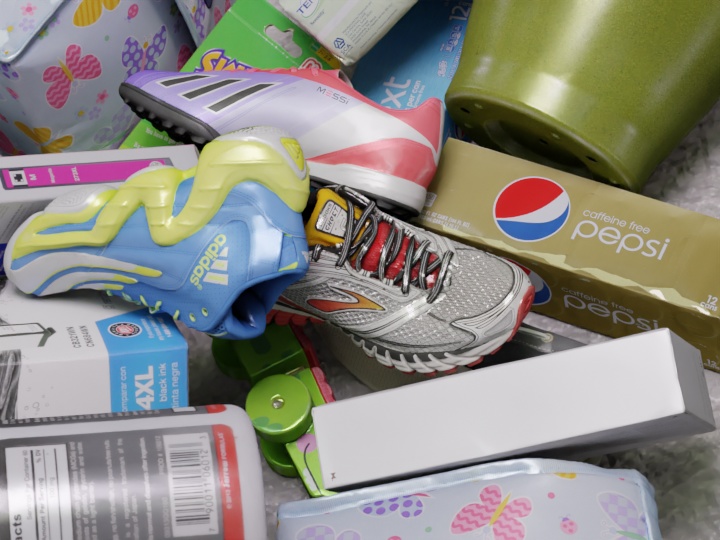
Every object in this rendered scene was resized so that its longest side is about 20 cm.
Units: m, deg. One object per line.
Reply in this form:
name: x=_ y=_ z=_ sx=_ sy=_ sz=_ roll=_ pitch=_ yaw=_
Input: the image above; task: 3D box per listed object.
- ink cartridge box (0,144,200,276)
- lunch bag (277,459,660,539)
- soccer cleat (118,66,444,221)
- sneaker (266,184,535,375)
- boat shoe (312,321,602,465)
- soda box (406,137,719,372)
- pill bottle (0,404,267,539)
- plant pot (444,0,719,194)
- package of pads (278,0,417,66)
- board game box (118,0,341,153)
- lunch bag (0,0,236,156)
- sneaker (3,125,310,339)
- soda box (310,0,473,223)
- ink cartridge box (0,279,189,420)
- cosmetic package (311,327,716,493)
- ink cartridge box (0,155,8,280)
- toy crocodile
ink cartridge box: x=-0.194 y=-0.030 z=1.366 sx=0.200 sy=0.095 sz=0.037 roll=-8 pitch=66 yaw=-32
lunch bag: x=0.066 y=0.201 z=1.242 sx=0.200 sy=0.127 sz=0.170 roll=-14 pitch=55 yaw=13
soccer cleat: x=-0.046 y=-0.092 z=1.399 sx=0.200 sy=0.068 sz=0.073 roll=19 pitch=85 yaw=18
sneaker: x=0.000 y=0.000 z=1.326 sx=0.200 sy=0.082 sz=0.078 roll=11 pitch=56 yaw=21
boat shoe: x=0.063 y=0.050 z=1.378 sx=0.200 sy=0.072 sz=0.068 roll=21 pitch=53 yaw=22
soda box: x=0.132 y=-0.010 z=1.394 sx=0.200 sy=0.068 sz=0.064 roll=18 pitch=64 yaw=21
pill bottle: x=-0.153 y=0.133 z=1.232 sx=0.200 sy=0.116 sz=0.116 roll=-3 pitch=57 yaw=-9
plant pot: x=0.148 y=-0.151 z=1.420 sx=0.200 sy=0.200 sz=0.193 roll=24 pitch=78 yaw=24
package of pads: x=0.016 y=-0.218 z=1.457 sx=0.155 sy=0.068 sz=0.200 roll=-47 pitch=16 yaw=9
board game box: x=-0.097 y=-0.070 z=1.467 sx=0.096 sy=0.030 sz=0.200 roll=41 pitch=98 yaw=29
lunch bag: x=-0.159 y=-0.168 z=1.492 sx=0.127 sy=0.170 sz=0.200 roll=30 pitch=68 yaw=29
sneaker: x=-0.110 y=-0.001 z=1.300 sx=0.200 sy=0.076 sz=0.105 roll=-24 pitch=74 yaw=31
soda box: x=0.021 y=-0.074 z=1.459 sx=0.068 sy=0.064 sz=0.200 roll=12 pitch=62 yaw=19
ink cartridge box: x=-0.207 y=0.064 z=1.340 sx=0.200 sy=0.084 sz=0.146 roll=-4 pitch=19 yaw=-16
cosmetic package: x=0.082 y=0.079 z=1.276 sx=0.200 sy=0.083 sz=0.051 roll=-13 pitch=78 yaw=17
ink cartridge box: x=-0.309 y=-0.013 z=1.475 sx=0.200 sy=0.084 sz=0.176 roll=-36 pitch=49 yaw=-11
toy crocodile: x=-0.047 y=0.058 z=1.391 sx=0.062 sy=0.068 sz=0.200 roll=-26 pitch=57 yaw=-5
